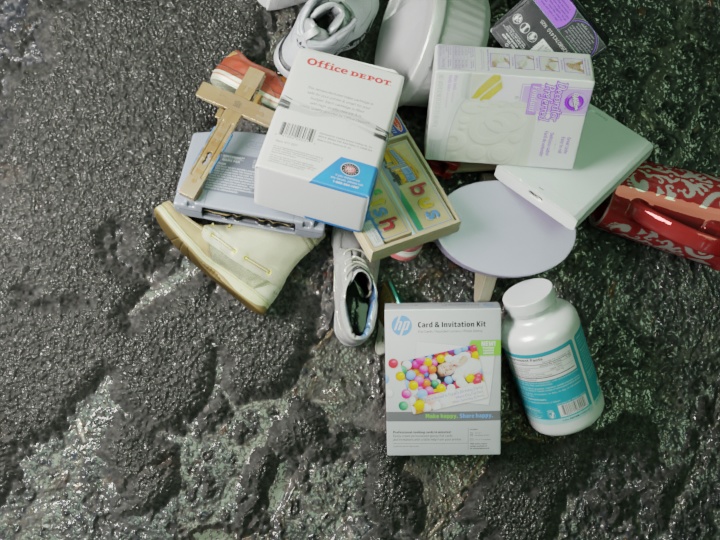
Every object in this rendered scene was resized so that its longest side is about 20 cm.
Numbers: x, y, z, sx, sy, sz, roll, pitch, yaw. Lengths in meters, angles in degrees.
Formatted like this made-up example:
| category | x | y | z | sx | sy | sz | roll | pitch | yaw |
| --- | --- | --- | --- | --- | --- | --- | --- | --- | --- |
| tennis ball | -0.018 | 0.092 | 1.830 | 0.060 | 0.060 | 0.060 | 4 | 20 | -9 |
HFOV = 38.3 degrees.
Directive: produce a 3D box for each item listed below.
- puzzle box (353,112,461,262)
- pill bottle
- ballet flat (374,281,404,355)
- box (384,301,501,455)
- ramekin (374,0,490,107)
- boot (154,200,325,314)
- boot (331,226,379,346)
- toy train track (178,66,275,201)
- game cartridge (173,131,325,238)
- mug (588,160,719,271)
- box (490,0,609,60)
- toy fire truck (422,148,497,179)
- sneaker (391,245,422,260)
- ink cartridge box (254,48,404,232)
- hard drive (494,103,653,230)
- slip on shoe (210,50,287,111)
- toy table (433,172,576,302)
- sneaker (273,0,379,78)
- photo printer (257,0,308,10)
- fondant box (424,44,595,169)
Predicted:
| category | x | y | z | sx | sy | sz | roll | pitch | yaw |
| --- | --- | --- | --- | --- | --- | --- | --- | --- | --- |
| puzzle box | 0.030 | -0.114 | 1.350 | 0.132 | 0.026 | 0.201 | -19 | 63 | -19 |
| pill bottle | 0.253 | 0.114 | 1.402 | 0.110 | 0.111 | 0.202 | -26 | 113 | -12 |
| ballet flat | 0.065 | 0.114 | 1.429 | 0.072 | 0.068 | 0.201 | -33 | 96 | 7 |
| box | 0.110 | 0.144 | 1.380 | 0.154 | 0.041 | 0.203 | 0 | 100 | 2 |
| ramekin | 0.099 | -0.314 | 1.405 | 0.093 | 0.202 | 0.205 | 11 | 83 | -20 |
| boot | -0.161 | -0.060 | 1.393 | 0.200 | 0.072 | 0.155 | 41 | 78 | -5 |
| boot | 0.000 | 0.000 | 1.403 | 0.073 | 0.096 | 0.203 | 0 | 84 | -10 |
| toy train track | -0.178 | -0.175 | 1.351 | 0.114 | 0.033 | 0.201 | 24 | 70 | 8 |
| game cartridge | -0.134 | -0.118 | 1.366 | 0.198 | 0.041 | 0.135 | 11 | 61 | 0 |
| mug | 0.440 | -0.091 | 1.458 | 0.198 | 0.178 | 0.135 | 15 | 86 | -4 |
| box | 0.262 | -0.323 | 1.419 | 0.106 | 0.200 | 0.123 | -39 | 93 | 21 |
| toy fire truck | 0.190 | -0.192 | 1.464 | 0.198 | 0.049 | 0.143 | 9 | 70 | -10 |
| sneaker | 0.052 | -0.120 | 1.416 | 0.073 | 0.087 | 0.202 | -14 | 78 | -24 |
| ink cartridge box | -0.038 | -0.167 | 1.308 | 0.144 | 0.085 | 0.202 | 15 | 58 | 2 |
| hard drive | 0.291 | -0.149 | 1.404 | 0.131 | 0.026 | 0.200 | 37 | 56 | 19 |
| slip on shoe | -0.106 | -0.239 | 1.420 | 0.199 | 0.074 | 0.062 | 27 | 78 | -2 |
| toy table | 0.183 | -0.052 | 1.431 | 0.198 | 0.117 | 0.186 | 16 | 82 | -9 |
| sneaker | -0.028 | -0.342 | 1.403 | 0.075 | 0.115 | 0.200 | 47 | 61 | -4 |
| photo printer | -0.058 | -0.424 | 1.378 | 0.165 | 0.200 | 0.070 | -21 | 89 | -11 |
| fondant box | 0.186 | -0.207 | 1.327 | 0.197 | 0.145 | 0.059 | 3 | 47 | -1 |
